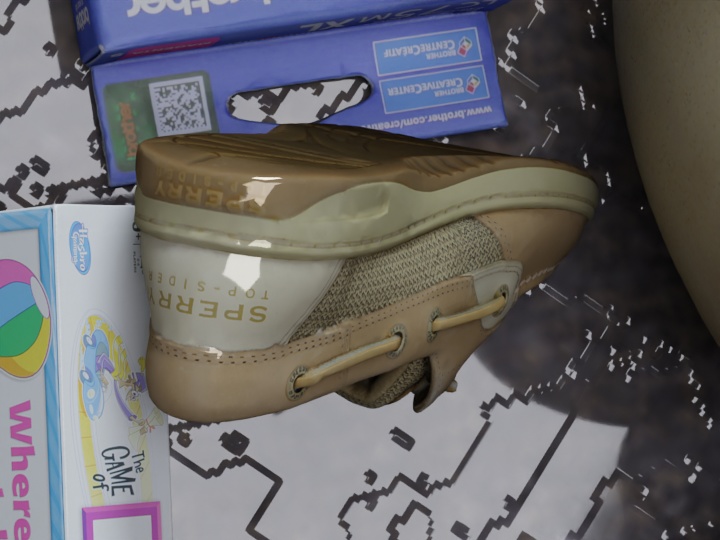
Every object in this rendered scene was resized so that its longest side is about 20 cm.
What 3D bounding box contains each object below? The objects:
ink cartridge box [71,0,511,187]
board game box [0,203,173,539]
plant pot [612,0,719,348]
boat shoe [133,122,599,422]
[{"bbox_3d":[-0.026,-0.130,0.800,0.119,0.042,0.201,-9,91,-14],"label":"ink cartridge box"},{"bbox_3d":[-0.101,0.089,0.722,0.034,0.134,0.201,0,87,-46],"label":"board game box"},{"bbox_3d":[0.143,-0.076,0.777,0.200,0.201,0.135,-30,62,-13],"label":"plant pot"},{"bbox_3d":[0.000,0.000,0.738,0.071,0.200,0.065,10,97,27],"label":"boat shoe"}]
